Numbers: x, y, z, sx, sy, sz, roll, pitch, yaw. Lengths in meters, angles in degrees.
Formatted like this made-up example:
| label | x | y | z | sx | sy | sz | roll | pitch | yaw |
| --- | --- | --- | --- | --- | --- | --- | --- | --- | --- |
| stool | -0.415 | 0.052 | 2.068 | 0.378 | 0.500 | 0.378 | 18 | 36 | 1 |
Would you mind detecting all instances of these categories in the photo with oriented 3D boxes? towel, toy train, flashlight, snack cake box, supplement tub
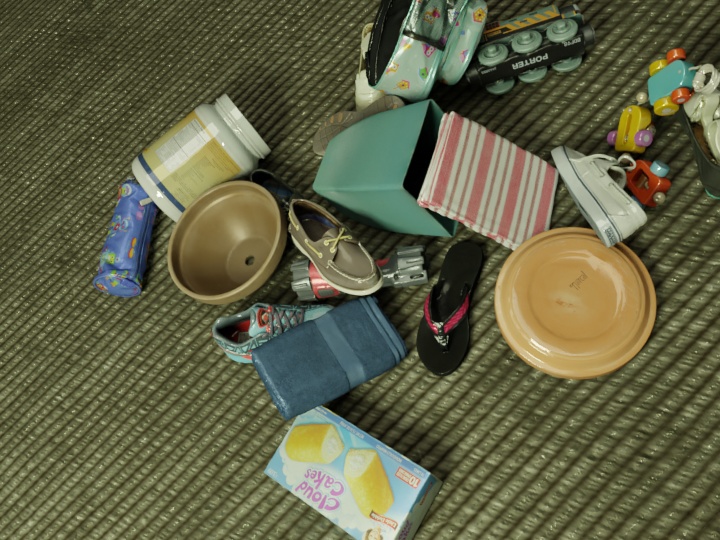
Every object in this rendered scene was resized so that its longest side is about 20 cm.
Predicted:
| label | x | y | z | sx | sy | sz | roll | pitch | yaw |
| --- | --- | --- | --- | --- | --- | --- | --- | --- | --- |
| towel | 0.181 | -0.115 | 0.960 | 0.030 | 0.199 | 0.147 | -26 | 43 | 64 |
| toy train | 0.404 | -0.183 | 0.921 | 0.150 | 0.055 | 0.200 | -112 | 35 | -51 |
| flashlight | 0.000 | 0.000 | 1.026 | 0.199 | 0.068 | 0.068 | -11 | 98 | 13 |
| toy train | 0.255 | -0.351 | 1.084 | 0.199 | 0.085 | 0.114 | -16 | 51 | 15 |
| snack cake box | -0.011 | 0.265 | 0.895 | 0.200 | 0.067 | 0.115 | 25 | 76 | 30 |
| supplement tub | -0.263 | -0.186 | 1.175 | 0.200 | 0.144 | 0.145 | -39 | 57 | 0 |
| towel | -0.041 | 0.115 | 0.943 | 0.200 | 0.049 | 0.112 | -23 | 70 | -26 |

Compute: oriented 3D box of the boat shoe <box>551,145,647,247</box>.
| label | x | y | z | sx | sy | sz | roll | pitch | yaw |
| --- | --- | --- | --- | --- | --- | --- | --- | --- | --- |
| boat shoe | 0.319 | -0.117 | 0.917 | 0.086 | 0.075 | 0.202 | -29 | 34 | 13 |

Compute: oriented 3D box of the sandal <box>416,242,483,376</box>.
| label | x | y | z | sx | sy | sz | roll | pitch | yaw |
| --- | --- | --- | --- | --- | --- | --- | --- | --- | --- |
| sandal | 0.120 | 0.045 | 0.962 | 0.075 | 0.045 | 0.201 | 7 | 68 | 25 |

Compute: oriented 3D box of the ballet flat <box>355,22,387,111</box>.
| label | x | y | z | sx | sy | sz | roll | pitch | yaw |
| --- | --- | --- | --- | --- | --- | --- | --- | --- | --- |
| ballet flat | 0.019 | -0.333 | 1.178 | 0.069 | 0.069 | 0.201 | -5 | 64 | 20 |

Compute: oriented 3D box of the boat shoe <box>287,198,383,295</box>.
| label | x | y | z | sx | sy | sz | roll | pitch | yaw |
| --- | --- | --- | --- | --- | --- | --- | --- | --- | --- |
| boat shoe | -0.040 | -0.037 | 0.988 | 0.072 | 0.060 | 0.200 | -30 | 46 | -18 |

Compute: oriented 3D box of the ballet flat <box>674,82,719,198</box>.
| label | x | y | z | sx | sy | sz | roll | pitch | yaw |
| --- | --- | --- | --- | --- | --- | --- | --- | --- | --- |
| ballet flat | 0.466 | -0.191 | 0.922 | 0.068 | 0.068 | 0.201 | -9 | 62 | 6 |

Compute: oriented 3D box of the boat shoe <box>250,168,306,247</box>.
| label | x | y | z | sx | sy | sz | roll | pitch | yaw |
| --- | --- | --- | --- | --- | --- | --- | --- | --- | --- |
| boat shoe | -0.113 | -0.096 | 1.120 | 0.069 | 0.057 | 0.200 | -46 | 57 | -4 |

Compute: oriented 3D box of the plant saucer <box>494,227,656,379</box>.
| label | x | y | z | sx | sy | sz | roll | pitch | yaw |
| --- | --- | --- | --- | --- | --- | --- | --- | --- | --- |
| plant saucer | 0.272 | 0.037 | 0.890 | 0.199 | 0.032 | 0.201 | -3 | 70 | 9 |

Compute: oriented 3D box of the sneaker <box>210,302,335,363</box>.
| label | x | y | z | sx | sy | sz | roll | pitch | yaw |
| --- | --- | --- | --- | --- | --- | --- | --- | --- | --- |
| sneaker | -0.123 | 0.087 | 1.010 | 0.199 | 0.096 | 0.080 | -13 | 62 | 13 |

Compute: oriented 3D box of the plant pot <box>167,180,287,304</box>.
| label | x | y | z | sx | sy | sz | roll | pitch | yaw |
| --- | --- | --- | --- | --- | --- | --- | --- | --- | --- |
| plant pot | -0.195 | -0.032 | 1.100 | 0.200 | 0.093 | 0.202 | -9 | 63 | 18 |

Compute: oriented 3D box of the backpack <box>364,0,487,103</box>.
| label | x | y | z | sx | sy | sz | roll | pitch | yaw |
| --- | --- | --- | --- | --- | --- | --- | --- | --- | --- |
| backpack | 0.091 | -0.357 | 1.066 | 0.200 | 0.153 | 0.176 | -60 | 22 | 22 |

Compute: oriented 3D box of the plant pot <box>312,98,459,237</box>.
| label | x | y | z | sx | sy | sz | roll | pitch | yaw |
| --- | --- | --- | --- | --- | --- | --- | --- | --- | --- |
| plant pot | 0.040 | -0.141 | 1.032 | 0.200 | 0.141 | 0.142 | 2 | 65 | 41 |

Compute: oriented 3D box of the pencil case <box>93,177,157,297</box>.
| label | x | y | z | sx | sy | sz | roll | pitch | yaw |
| --- | --- | --- | --- | --- | --- | --- | --- | --- | --- |
| pencil case | -0.396 | -0.056 | 1.203 | 0.087 | 0.078 | 0.201 | -15 | 59 | 41 |

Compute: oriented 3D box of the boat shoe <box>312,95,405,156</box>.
| label | x | y | z | sx | sy | sz | roll | pitch | yaw |
| --- | --- | --- | --- | --- | --- | --- | --- | --- | --- |
| boat shoe | 0.005 | -0.216 | 1.122 | 0.200 | 0.072 | 0.076 | -6 | 66 | 43 |
